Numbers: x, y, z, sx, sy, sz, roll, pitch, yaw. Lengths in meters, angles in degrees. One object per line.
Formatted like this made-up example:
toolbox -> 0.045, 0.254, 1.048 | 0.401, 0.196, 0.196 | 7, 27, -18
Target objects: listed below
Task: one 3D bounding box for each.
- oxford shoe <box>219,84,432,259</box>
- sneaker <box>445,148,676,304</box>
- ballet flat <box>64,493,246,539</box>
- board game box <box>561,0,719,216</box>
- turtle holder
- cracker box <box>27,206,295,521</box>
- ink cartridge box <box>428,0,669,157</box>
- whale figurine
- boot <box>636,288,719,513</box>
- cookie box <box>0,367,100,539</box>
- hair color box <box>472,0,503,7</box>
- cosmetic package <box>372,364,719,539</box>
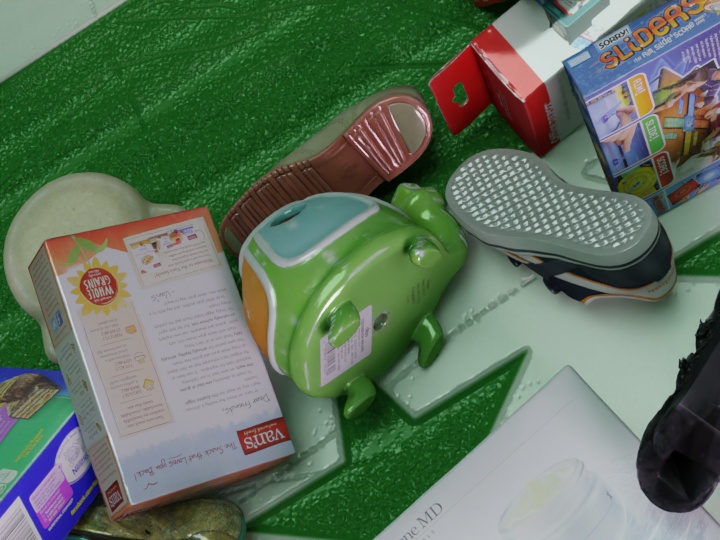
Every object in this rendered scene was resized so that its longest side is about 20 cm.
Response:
oxford shoe -> -0.025, -0.076, 1.147 | 0.199, 0.071, 0.074 | -32, 19, 15
sneaker -> 0.144, -0.026, 1.050 | 0.079, 0.079, 0.199 | -49, 40, -10
ballet flat -> -0.175, 0.195, 1.077 | 0.198, 0.071, 0.071 | -2, 66, 20
board game box -> 0.221, -0.113, 0.982 | 0.135, 0.200, 0.035 | -28, 60, 6
turtle holder -> -0.006, -0.002, 1.052 | 0.131, 0.141, 0.186 | 36, 84, 31
cracker box -> -0.146, 0.065, 1.051 | 0.133, 0.058, 0.202 | -13, 75, -31
ink cartridge box -> 0.154, -0.162, 1.075 | 0.200, 0.116, 0.067 | -39, 69, 1
whale figurine -> -0.189, 0.015, 1.153 | 0.200, 0.104, 0.159 | 39, 82, 5
boot -> 0.227, 0.071, 0.883 | 0.065, 0.166, 0.201 | 17, 50, 19
cookie box -> -0.298, 0.151, 1.074 | 0.198, 0.076, 0.172 | 0, 36, 29
hair color box -> 0.130, -0.261, 1.089 | 0.111, 0.200, 0.064 | -40, 99, 0
cosmetic package -> 0.132, 0.209, 0.919 | 0.199, 0.123, 0.200 | -42, 59, -1
